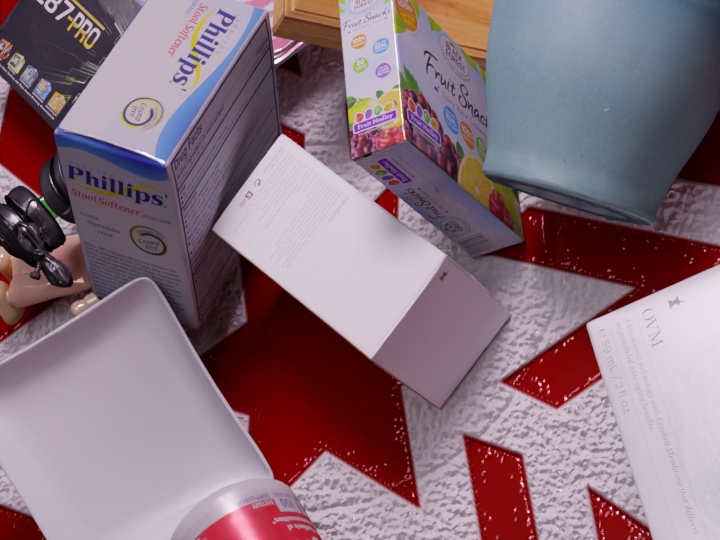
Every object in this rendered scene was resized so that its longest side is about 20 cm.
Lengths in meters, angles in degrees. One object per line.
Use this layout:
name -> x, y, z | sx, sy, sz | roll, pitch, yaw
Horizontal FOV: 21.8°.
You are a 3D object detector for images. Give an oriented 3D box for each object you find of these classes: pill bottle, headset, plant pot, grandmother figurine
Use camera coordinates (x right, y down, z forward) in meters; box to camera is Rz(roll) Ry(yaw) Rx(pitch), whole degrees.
pill bottle -> -0.056, 0.263, 1.389 | 0.112, 0.112, 0.201 | -40, 56, 8
headset -> -0.252, -0.044, 1.575 | 0.123, 0.200, 0.094 | -38, 97, 12
plant pot -> 0.179, -0.141, 1.387 | 0.199, 0.199, 0.190 | 17, 91, 34
grandmother figurine -> -0.228, -0.013, 1.646 | 0.198, 0.061, 0.123 | -11, 68, 22

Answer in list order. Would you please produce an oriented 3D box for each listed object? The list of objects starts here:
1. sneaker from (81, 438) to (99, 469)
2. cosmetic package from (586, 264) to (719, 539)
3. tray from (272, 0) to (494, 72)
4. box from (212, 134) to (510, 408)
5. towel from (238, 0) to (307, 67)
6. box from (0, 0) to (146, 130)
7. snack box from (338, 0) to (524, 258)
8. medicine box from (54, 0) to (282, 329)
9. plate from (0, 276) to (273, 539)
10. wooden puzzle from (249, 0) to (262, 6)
sneaker -> -0.194, 0.086, 1.582 | 0.084, 0.074, 0.201 | 37, 93, 22
cosmetic package -> 0.285, 0.101, 1.261 | 0.198, 0.123, 0.201 | -25, 59, 17
tray -> 0.029, -0.222, 1.519 | 0.037, 0.198, 0.100 | 132, 143, -60
box -> 0.000, 0.000, 1.466 | 0.200, 0.124, 0.098 | 37, 90, 36
towel -> -0.100, -0.264, 1.630 | 0.146, 0.030, 0.201 | -35, 62, 2
box -> -0.239, -0.201, 1.716 | 0.162, 0.049, 0.200 | -50, 61, 8
snack box -> 0.056, -0.114, 1.437 | 0.053, 0.200, 0.144 | -19, 61, 23
medicine box -> -0.146, -0.092, 1.504 | 0.102, 0.201, 0.183 | 16, 52, 17
plate -> -0.197, 0.131, 1.521 | 0.198, 0.032, 0.201 | -30, 97, 14
wooden puzzle -> -0.097, -0.323, 1.697 | 0.200, 0.046, 0.185 | -47, 61, -3
